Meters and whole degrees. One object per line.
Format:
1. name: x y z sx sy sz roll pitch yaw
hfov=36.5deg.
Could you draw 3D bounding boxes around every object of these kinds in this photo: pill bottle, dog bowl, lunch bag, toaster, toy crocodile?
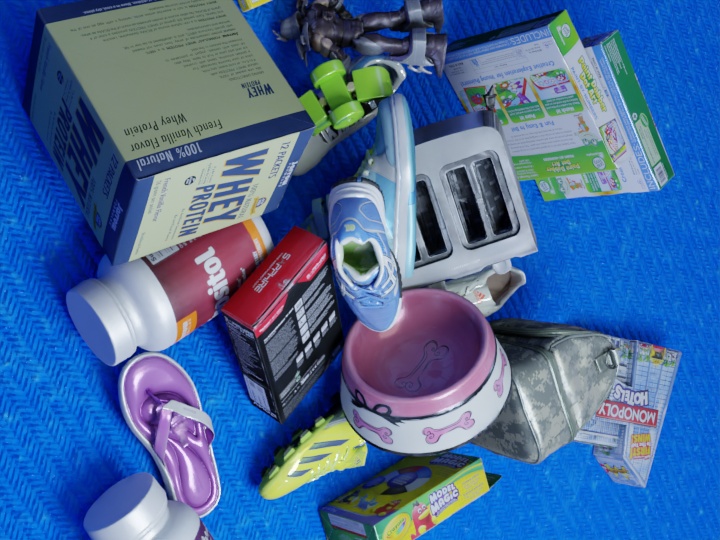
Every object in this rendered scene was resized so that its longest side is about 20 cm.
1. pill bottle: -0.192 0.308 1.106 0.112 0.112 0.202 -42 114 -28
2. dog bowl: 0.067 0.103 1.212 0.200 0.198 0.074 -44 140 -27
3. lunch bag: 0.203 0.130 1.348 0.166 0.199 0.141 -26 104 -27
4. toaster: 0.102 -0.085 1.277 0.178 0.119 0.203 -17 104 8
5. toy crocodile: -0.057 -0.168 1.189 0.198 0.062 0.068 -28 80 8
6. pill bottle: -0.191 0.009 1.107 0.199 0.112 0.114 -35 109 -31

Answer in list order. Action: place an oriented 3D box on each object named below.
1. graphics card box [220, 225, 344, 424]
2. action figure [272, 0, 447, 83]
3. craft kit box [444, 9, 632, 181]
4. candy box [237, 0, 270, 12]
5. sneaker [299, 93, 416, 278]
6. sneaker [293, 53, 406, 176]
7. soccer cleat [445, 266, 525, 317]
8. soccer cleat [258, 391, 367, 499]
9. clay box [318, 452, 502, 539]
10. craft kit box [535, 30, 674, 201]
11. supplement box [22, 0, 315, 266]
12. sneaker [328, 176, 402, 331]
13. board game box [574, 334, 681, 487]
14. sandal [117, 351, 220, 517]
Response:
1. graphics card box: -0.077 0.062 1.165 0.126 0.050 0.201 -51 154 -25
2. action figure: -0.002 -0.267 1.239 0.196 0.070 0.132 1 62 -5
3. craft kit box: 0.213 -0.208 1.352 0.048 0.199 0.199 -41 113 -30
4. candy box: -0.074 -0.377 1.247 0.199 0.026 0.104 -32 105 -32
5. sneaker: -0.003 -0.089 1.182 0.128 0.080 0.204 1 105 6
6. sneaker: -0.024 -0.185 1.257 0.200 0.072 0.072 -48 118 -25
7. soccer cleat: 0.123 0.042 1.360 0.199 0.077 0.070 -33 108 -31
8. soccer cleat: -0.032 0.203 1.248 0.200 0.065 0.084 -39 95 -32
9. clay box: 0.062 0.265 1.292 0.198 0.114 0.048 -26 104 -34
10. craft kit box: 0.279 -0.190 1.394 0.048 0.196 0.202 -39 112 -33
11. supplement box: -0.186 -0.148 1.045 0.198 0.135 0.201 -22 68 -34
12. sneaker: 0.000 0.000 1.135 0.202 0.074 0.078 73 16 -44
13. board game box: 0.361 0.198 1.546 0.198 0.061 0.204 13 82 -36
14. sandal: -0.184 0.172 1.134 0.082 0.049 0.205 -38 122 -31
